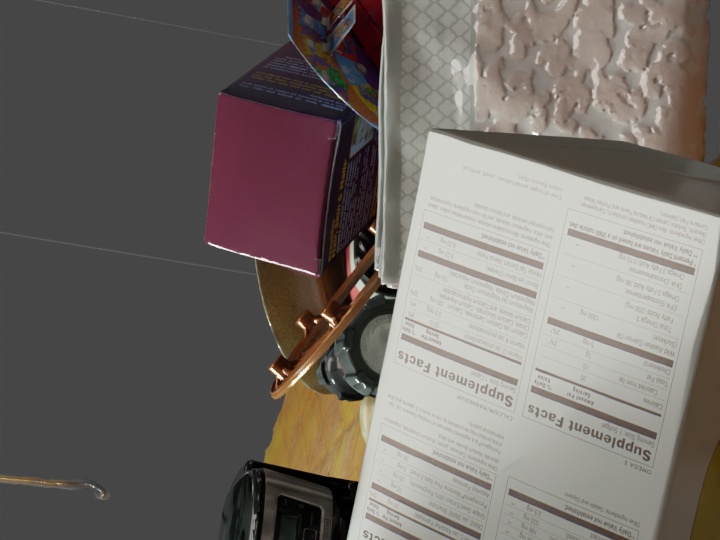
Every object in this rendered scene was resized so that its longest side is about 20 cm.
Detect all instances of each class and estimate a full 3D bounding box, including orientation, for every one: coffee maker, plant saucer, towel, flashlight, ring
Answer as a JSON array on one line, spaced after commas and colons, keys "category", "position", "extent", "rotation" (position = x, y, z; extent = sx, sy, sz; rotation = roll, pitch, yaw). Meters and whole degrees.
[{"category": "coffee maker", "position": [-0.002, 0.219, 1.343], "extent": [0.193, 0.199, 0.135], "rotation": [109, 168, -46]}, {"category": "plant saucer", "position": [-0.020, -0.008, 1.433], "extent": [0.200, 0.035, 0.201], "rotation": [-9, -90, -67]}, {"category": "towel", "position": [0.098, -0.081, 1.049], "extent": [0.032, 0.190, 0.201], "rotation": [-9, -79, -66]}, {"category": "flashlight", "position": [0.005, 0.060, 1.283], "extent": [0.068, 0.068, 0.200], "rotation": [-56, 4, -12]}, {"category": "ring", "position": [0.000, 0.000, 1.237], "extent": [0.201, 0.019, 0.200], "rotation": [-50, 4, 5]}]

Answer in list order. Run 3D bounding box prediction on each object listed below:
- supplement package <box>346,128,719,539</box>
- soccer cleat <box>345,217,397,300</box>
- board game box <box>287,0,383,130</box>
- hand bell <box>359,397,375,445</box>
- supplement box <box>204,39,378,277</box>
[{"category": "supplement package", "position": [0.109, 0.056, 0.796], "extent": [0.150, 0.151, 0.201], "rotation": [20, 104, 39]}, {"category": "soccer cleat", "position": [0.014, -0.050, 1.415], "extent": [0.073, 0.068, 0.201], "rotation": [110, 163, -55]}, {"category": "board game box", "position": [0.028, -0.158, 1.163], "extent": [0.039, 0.158, 0.201], "rotation": [-40, 34, 33]}, {"category": "hand bell", "position": [0.072, 0.093, 1.337], "extent": [0.200, 0.104, 0.105], "rotation": [142, 136, -73]}, {"category": "supplement box", "position": [-0.024, -0.091, 1.278], "extent": [0.200, 0.085, 0.111], "rotation": [-48, -30, -60]}]
